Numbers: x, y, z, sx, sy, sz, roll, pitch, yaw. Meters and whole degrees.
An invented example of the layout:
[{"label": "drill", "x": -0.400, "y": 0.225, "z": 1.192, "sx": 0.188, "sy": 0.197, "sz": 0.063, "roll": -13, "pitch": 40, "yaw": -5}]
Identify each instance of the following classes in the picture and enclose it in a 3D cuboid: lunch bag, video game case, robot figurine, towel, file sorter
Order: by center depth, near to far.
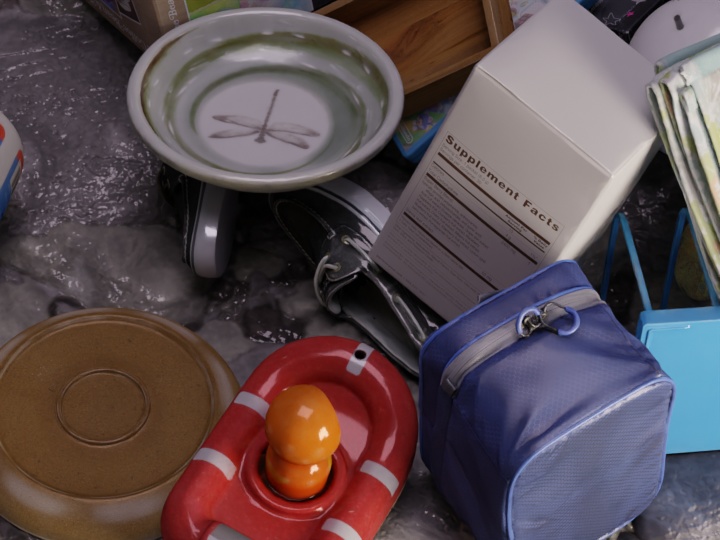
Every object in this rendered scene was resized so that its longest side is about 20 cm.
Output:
[{"label": "lunch bag", "x": 0.112, "y": 0.090, "z": 1.560, "sx": 0.135, "sy": 0.201, "sz": 0.132, "roll": -27, "pitch": 57, "yaw": -19}, {"label": "towel", "x": 0.291, "y": -0.086, "z": 1.583, "sx": 0.199, "sy": 0.048, "sz": 0.172, "roll": -24, "pitch": 99, "yaw": -25}, {"label": "file sorter", "x": 0.273, "y": 0.032, "z": 1.658, "sx": 0.199, "sy": 0.139, "sz": 0.123, "roll": -4, "pitch": 48, "yaw": -6}, {"label": "robot figurine", "x": 0.258, "y": -0.129, "z": 1.695, "sx": 0.150, "sy": 0.200, "sz": 0.125, "roll": 27, "pitch": 95, "yaw": 21}, {"label": "video game case", "x": 0.078, "y": -0.196, "z": 1.780, "sx": 0.200, "sy": 0.018, "sz": 0.144, "roll": -41, "pitch": 56, "yaw": 18}]

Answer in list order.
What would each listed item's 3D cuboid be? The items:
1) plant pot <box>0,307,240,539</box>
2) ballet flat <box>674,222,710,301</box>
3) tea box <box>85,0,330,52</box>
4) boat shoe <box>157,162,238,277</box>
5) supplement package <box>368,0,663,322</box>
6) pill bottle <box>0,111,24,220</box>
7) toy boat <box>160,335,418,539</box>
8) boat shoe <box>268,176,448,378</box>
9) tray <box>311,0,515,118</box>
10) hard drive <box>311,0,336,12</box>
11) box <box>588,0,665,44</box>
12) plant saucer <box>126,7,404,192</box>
[{"label": "plant pot", "x": -0.177, "y": 0.099, "z": 1.648, "sx": 0.199, "sy": 0.028, "sz": 0.201, "roll": 1, "pitch": 51, "yaw": -1}, {"label": "ballet flat", "x": 0.308, "y": -0.049, "z": 1.763, "sx": 0.071, "sy": 0.071, "sz": 0.200, "roll": 38, "pitch": 57, "yaw": 25}, {"label": "tea box", "x": -0.123, "y": -0.278, "z": 1.851, "sx": 0.196, "sy": 0.134, "sz": 0.200, "roll": -30, "pitch": 41, "yaw": -18}, {"label": "boat shoe", "x": -0.119, "y": -0.071, "z": 1.768, "sx": 0.056, "sy": 0.069, "sz": 0.201, "roll": 1, "pitch": 45, "yaw": 3}, {"label": "supplement package", "x": 0.113, "y": -0.064, "z": 1.629, "sx": 0.120, "sy": 0.200, "sz": 0.121, "roll": 39, "pitch": 45, "yaw": 9}, {"label": "pill bottle", "x": -0.318, "y": -0.026, "z": 1.686, "sx": 0.111, "sy": 0.113, "sz": 0.201, "roll": 13, "pitch": 50, "yaw": 7}, {"label": "toy boat", "x": -0.040, "y": 0.121, "z": 1.566, "sx": 0.130, "sy": 0.131, "sz": 0.200, "roll": 27, "pitch": 54, "yaw": 10}, {"label": "boat shoe", "x": 0.000, "y": 0.000, "z": 1.708, "sx": 0.200, "sy": 0.072, "sz": 0.071, "roll": 38, "pitch": 54, "yaw": 22}, {"label": "tray", "x": 0.020, "y": -0.162, "z": 1.777, "sx": 0.199, "sy": 0.037, "sz": 0.099, "roll": -23, "pitch": 64, "yaw": 27}, {"label": "hard drive", "x": 0.049, "y": -0.211, "z": 1.905, "sx": 0.199, "sy": 0.038, "sz": 0.140, "roll": -10, "pitch": 52, "yaw": -10}, {"label": "box", "x": 0.219, "y": -0.198, "z": 1.834, "sx": 0.114, "sy": 0.133, "sz": 0.200, "roll": 21, "pitch": 51, "yaw": 35}, {"label": "plant saucer", "x": -0.068, "y": -0.112, "z": 1.726, "sx": 0.199, "sy": 0.050, "sz": 0.201, "roll": 1, "pitch": 44, "yaw": -1}]
